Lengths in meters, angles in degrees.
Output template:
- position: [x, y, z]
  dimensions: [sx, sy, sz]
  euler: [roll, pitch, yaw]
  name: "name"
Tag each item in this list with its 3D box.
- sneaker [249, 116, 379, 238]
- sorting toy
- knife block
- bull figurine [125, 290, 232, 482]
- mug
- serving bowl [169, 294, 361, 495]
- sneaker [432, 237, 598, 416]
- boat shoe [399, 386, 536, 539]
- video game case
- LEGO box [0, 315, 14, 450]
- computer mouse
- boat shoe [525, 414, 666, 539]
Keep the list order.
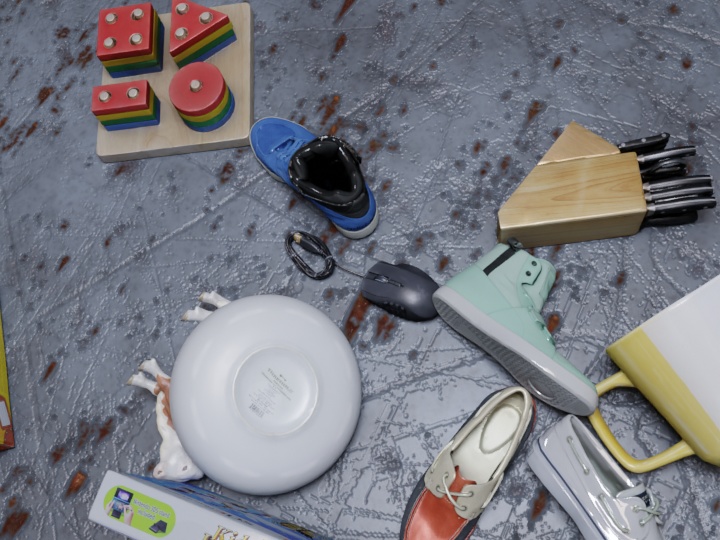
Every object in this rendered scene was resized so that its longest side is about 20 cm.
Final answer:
- position: [-0.061, -0.127, 0.903]
  dimensions: [0.077, 0.111, 0.200]
  euler: [-41, 69, -8]
  name: "sneaker"
- position: [-0.236, -0.250, 1.000]
  dimensions: [0.195, 0.070, 0.203]
  euler: [-6, 68, 6]
  name: "sorting toy"
- position: [0.265, -0.066, 0.856]
  dimensions: [0.175, 0.064, 0.200]
  euler: [37, 79, 20]
  name: "knife block"
- position: [-0.167, 0.119, 0.843]
  dimensions: [0.121, 0.065, 0.201]
  euler: [41, 72, -7]
  name: "bull figurine"
- position: [0.326, 0.106, 0.762]
  dimensions: [0.148, 0.187, 0.154]
  euler: [-22, 73, -36]
  name: "mug"
- position: [-0.088, 0.120, 0.796]
  dimensions: [0.197, 0.066, 0.203]
  euler: [2, 80, -14]
  name: "serving bowl"
- position: [0.180, 0.047, 0.808]
  dimensions: [0.118, 0.074, 0.200]
  euler: [-41, 60, -16]
  name: "sneaker"
- position: [0.104, 0.198, 0.781]
  dimensions: [0.071, 0.063, 0.201]
  euler: [36, 79, 17]
  name: "boat shoe"
- position: [-0.116, 0.236, 0.724]
  dimensions: [0.179, 0.200, 0.046]
  euler: [18, 76, 15]
  name: "video game case"
- position: [-0.480, 0.115, 0.892]
  dimensions: [0.147, 0.077, 0.202]
  euler: [-18, 68, 2]
  name: "LEGO box"
- position: [0.000, 0.000, 0.888]
  dimensions: [0.198, 0.034, 0.059]
  euler: [22, 75, 16]
  name: "computer mouse"
- position: [0.237, 0.221, 0.735]
  dimensions: [0.200, 0.073, 0.067]
  euler: [46, 116, 21]
  name: "boat shoe"
